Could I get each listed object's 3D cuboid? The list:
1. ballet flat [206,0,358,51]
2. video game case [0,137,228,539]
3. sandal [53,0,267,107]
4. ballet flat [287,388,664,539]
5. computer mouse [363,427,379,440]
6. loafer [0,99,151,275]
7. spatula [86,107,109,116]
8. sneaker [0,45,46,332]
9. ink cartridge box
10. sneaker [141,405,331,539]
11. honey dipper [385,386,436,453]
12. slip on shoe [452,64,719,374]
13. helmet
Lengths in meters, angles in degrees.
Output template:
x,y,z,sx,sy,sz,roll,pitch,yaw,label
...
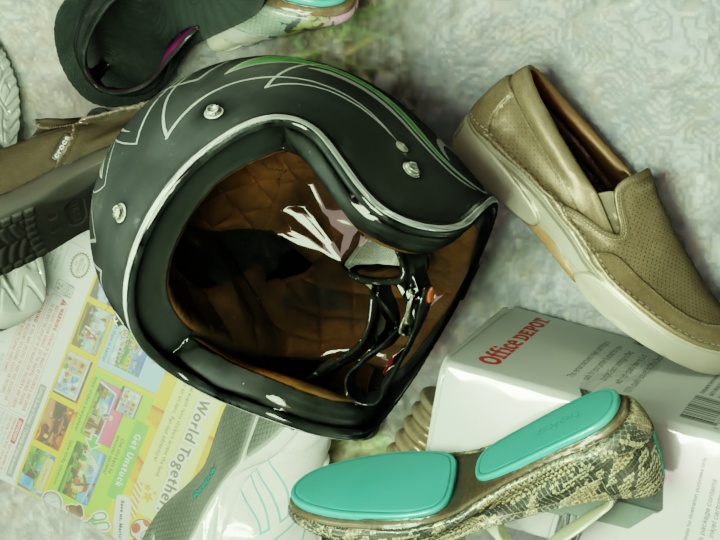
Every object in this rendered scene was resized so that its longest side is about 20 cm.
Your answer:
x,y,z,sx,sy,sz,roll,pitch,yaw,label
-0.092,-0.166,1.638,0.200,0.069,0.071,26,125,16,ballet flat
-0.150,0.048,1.714,0.182,0.023,0.200,26,106,12,video game case
-0.121,-0.136,1.607,0.075,0.048,0.200,44,145,-11,sandal
0.062,0.120,1.487,0.200,0.068,0.075,-17,116,21,ballet flat
0.000,0.000,1.655,0.059,0.034,0.200,9,109,16,computer mouse
-0.153,-0.066,1.618,0.071,0.200,0.073,56,156,28,loafer
-0.102,-0.015,1.656,0.057,0.021,0.200,-40,68,11,spatula
-0.261,-0.050,1.699,0.129,0.079,0.199,-19,84,32,sneaker
0.148,0.095,1.560,0.200,0.146,0.084,15,106,16,ink cartridge box
-0.051,0.121,1.672,0.080,0.070,0.200,25,113,-24,sneaker
0.004,0.155,1.679,0.038,0.038,0.200,35,113,9,honey dipper
0.139,-0.028,1.580,0.200,0.076,0.061,46,117,13,slip on shoe
-0.043,-0.021,1.534,0.191,0.200,0.200,29,108,9,helmet
